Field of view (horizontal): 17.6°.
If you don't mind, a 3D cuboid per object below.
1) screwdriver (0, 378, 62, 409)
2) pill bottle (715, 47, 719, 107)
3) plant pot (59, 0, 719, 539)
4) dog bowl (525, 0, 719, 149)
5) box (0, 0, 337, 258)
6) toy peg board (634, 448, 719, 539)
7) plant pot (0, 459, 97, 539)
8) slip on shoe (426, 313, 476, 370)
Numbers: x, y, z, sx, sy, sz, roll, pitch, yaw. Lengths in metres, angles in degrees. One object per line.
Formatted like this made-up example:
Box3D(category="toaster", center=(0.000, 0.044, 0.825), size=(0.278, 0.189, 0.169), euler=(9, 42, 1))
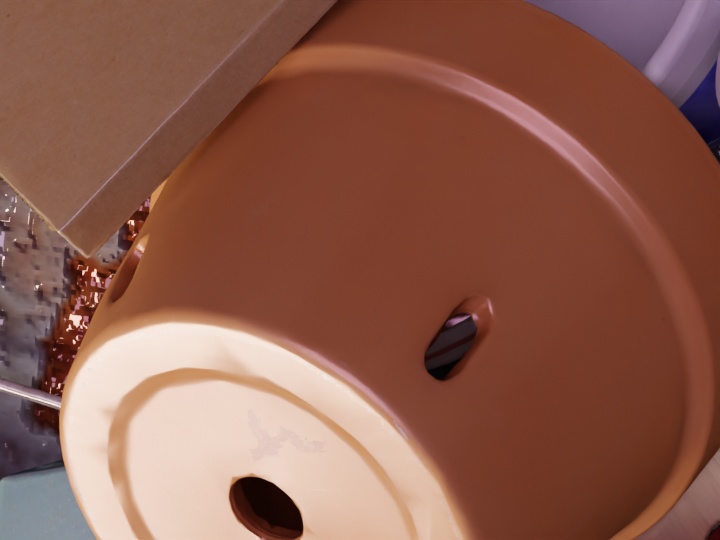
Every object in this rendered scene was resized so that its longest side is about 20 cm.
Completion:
Box3D(category="screwdriver", center=(-0.158, 0.035, 0.899), size=(0.200, 0.028, 0.029), euler=(13, 127, 14))
Box3D(category="pill bottle", center=(0.206, -0.039, 0.660), size=(0.200, 0.112, 0.113), euler=(22, 102, -13))
Box3D(category="plant pot", center=(0.003, 0.032, 0.698), size=(0.200, 0.140, 0.200), euler=(18, 131, 22))
Box3D(category="dog bowl", center=(0.063, -0.130, 0.754), size=(0.200, 0.079, 0.200), euler=(5, 97, 45))
Box3D(category="box", center=(-0.058, -0.116, 0.722), size=(0.200, 0.021, 0.163), euler=(-46, 48, -3))
Box3D(category="toy peg board", center=(0.131, 0.166, 0.759), size=(0.199, 0.098, 0.200), euler=(-30, 95, 35))
Box3D(category="plant pot", center=(-0.054, 0.159, 0.831), size=(0.141, 0.141, 0.200), euler=(-10, 89, 15))
Box3D(category="slip on shoe", center=(0.000, 0.000, 0.828), size=(0.200, 0.074, 0.061), euler=(-17, 115, 20))
